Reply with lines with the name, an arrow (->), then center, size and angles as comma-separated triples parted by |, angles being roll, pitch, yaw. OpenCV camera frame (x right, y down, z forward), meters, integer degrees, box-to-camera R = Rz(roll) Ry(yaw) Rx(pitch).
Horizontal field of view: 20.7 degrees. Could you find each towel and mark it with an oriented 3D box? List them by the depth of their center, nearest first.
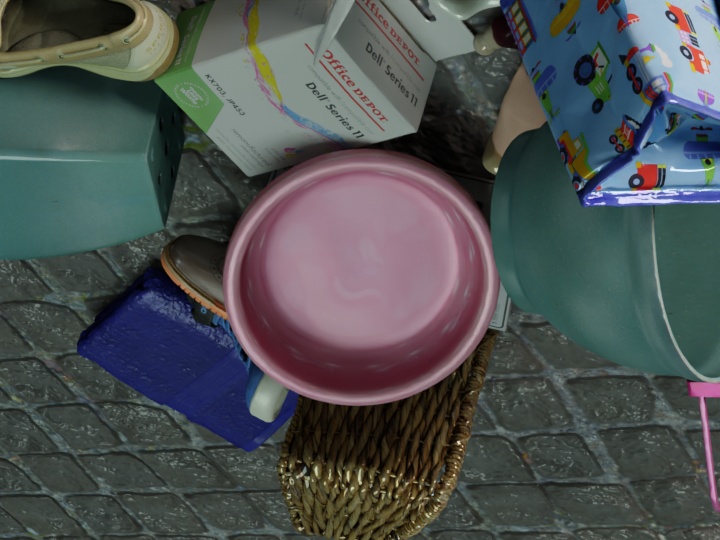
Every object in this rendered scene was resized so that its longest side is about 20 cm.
towel -> -0.138, 0.076, 1.754 | 0.199, 0.050, 0.147 | 32, 137, -20

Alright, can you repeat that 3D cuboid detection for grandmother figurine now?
grandmother figurine -> 0.132, -0.133, 1.314 | 0.120, 0.061, 0.201 | 22, 144, 1

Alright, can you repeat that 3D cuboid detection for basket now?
basket -> 0.033, 0.125, 1.600 | 0.147, 0.201, 0.143 | 7, 145, 14

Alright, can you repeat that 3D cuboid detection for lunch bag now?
lunch bag -> 0.200, -0.113, 1.125 | 0.198, 0.152, 0.094 | 5, 142, -32

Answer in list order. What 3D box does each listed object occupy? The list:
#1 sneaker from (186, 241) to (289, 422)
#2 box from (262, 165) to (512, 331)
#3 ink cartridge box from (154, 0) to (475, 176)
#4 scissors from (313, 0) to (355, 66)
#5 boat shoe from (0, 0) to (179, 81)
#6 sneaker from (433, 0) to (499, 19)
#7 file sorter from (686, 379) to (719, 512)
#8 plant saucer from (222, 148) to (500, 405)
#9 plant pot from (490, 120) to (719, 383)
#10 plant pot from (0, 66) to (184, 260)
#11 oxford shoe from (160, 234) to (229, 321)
sneaker -> -0.094, 0.041, 1.555 | 0.110, 0.200, 0.077 | 24, 119, -3
box -> 0.026, -0.029, 1.508 | 0.198, 0.061, 0.117 | 12, 147, 7
ink cartridge box -> -0.029, -0.142, 1.361 | 0.199, 0.068, 0.117 | -13, 136, 38
scissors -> 0.015, -0.207, 1.228 | 0.072, 0.014, 0.202 | 16, 122, 8
boat shoe -> -0.226, -0.174, 1.377 | 0.199, 0.074, 0.063 | 11, 168, 22
sneaker -> 0.128, -0.205, 1.173 | 0.199, 0.081, 0.076 | -17, 133, 39
file sorter -> 0.357, 0.102, 1.440 | 0.198, 0.139, 0.127 | -1, 116, 25
plant saucer -> 0.000, 0.000, 1.422 | 0.198, 0.051, 0.202 | -2, 118, -4
plant pot -> 0.165, -0.031, 1.248 | 0.133, 0.202, 0.201 | -1, 143, 32
plant pot -> -0.238, -0.097, 1.467 | 0.198, 0.142, 0.142 | 3, 145, 7
oxford shoe -> -0.051, 0.005, 1.491 | 0.198, 0.072, 0.073 | 18, 127, -8
